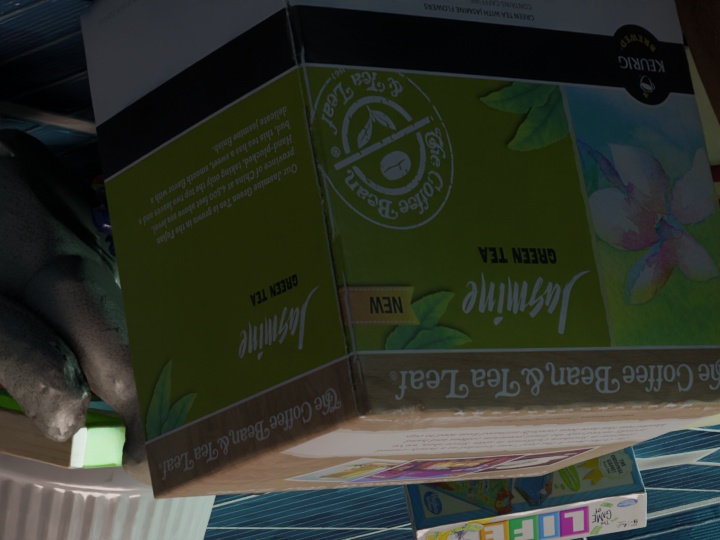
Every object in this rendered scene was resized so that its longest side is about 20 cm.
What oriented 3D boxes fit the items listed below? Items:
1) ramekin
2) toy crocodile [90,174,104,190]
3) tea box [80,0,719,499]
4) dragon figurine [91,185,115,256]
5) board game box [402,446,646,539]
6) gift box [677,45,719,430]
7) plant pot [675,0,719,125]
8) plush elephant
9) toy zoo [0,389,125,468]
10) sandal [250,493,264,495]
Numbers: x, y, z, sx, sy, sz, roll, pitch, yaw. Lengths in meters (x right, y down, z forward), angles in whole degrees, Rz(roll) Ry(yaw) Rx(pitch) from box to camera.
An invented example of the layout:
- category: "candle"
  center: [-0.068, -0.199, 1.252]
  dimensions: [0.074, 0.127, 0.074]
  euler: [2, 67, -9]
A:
- category: "ramekin"
  center: [-0.181, 0.129, 1.448]
  dimensions: [0.199, 0.105, 0.200]
  euler: [10, -167, -2]
- category: "toy crocodile"
  center: [-0.117, -0.009, 1.144]
  dimensions: [0.067, 0.062, 0.200]
  euler: [10, 158, -9]
- category: "tea box"
  center: [0.022, -0.024, 0.910]
  dimensions: [0.200, 0.197, 0.133]
  euler: [0, 164, -39]
- category: "dragon figurine"
  center: [-0.051, -0.024, 1.027]
  dimensions: [0.059, 0.100, 0.200]
  euler: [-4, 159, 23]
- category: "board game box"
  center: [0.083, 0.076, 1.432]
  dimensions: [0.134, 0.200, 0.034]
  euler: [-9, 136, -2]
- category: "gift box"
  center: [0.221, -0.004, 1.176]
  dimensions: [0.186, 0.201, 0.185]
  euler: [-8, 173, -15]
- category: "plant pot"
  center: [0.230, -0.049, 0.955]
  dimensions: [0.186, 0.201, 0.187]
  euler: [-10, 168, -2]
- category: "plush elephant"
  center: [-0.173, 0.025, 0.981]
  dimensions: [0.155, 0.165, 0.200]
  euler: [-37, 120, 11]
- category: "toy zoo"
  center: [-0.122, 0.069, 1.153]
  dimensions: [0.131, 0.021, 0.200]
  euler: [10, -176, 33]
- category: "sandal"
  center: [-0.007, 0.036, 1.076]
  dimensions: [0.076, 0.043, 0.200]
  euler: [-41, 166, -52]
